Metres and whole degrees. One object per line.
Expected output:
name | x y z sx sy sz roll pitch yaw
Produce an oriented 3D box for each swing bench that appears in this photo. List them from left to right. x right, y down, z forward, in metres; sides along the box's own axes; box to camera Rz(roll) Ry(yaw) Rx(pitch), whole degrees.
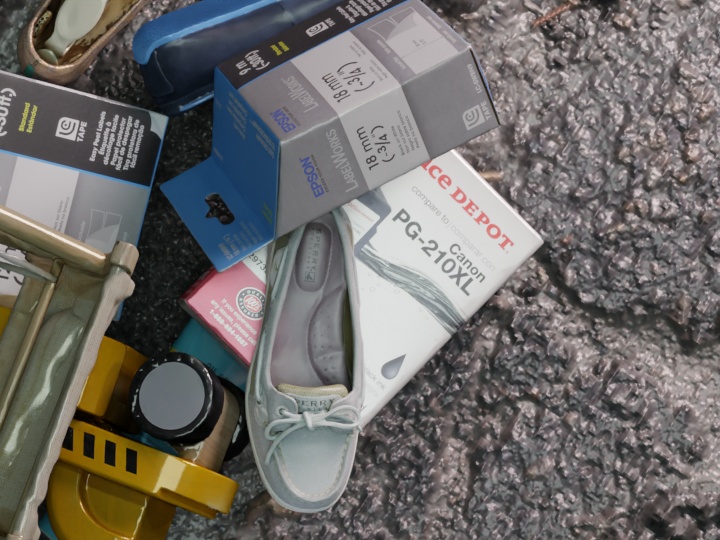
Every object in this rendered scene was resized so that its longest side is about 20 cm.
swing bench | -0.260 0.052 1.547 0.200 0.130 0.199 22 79 -8

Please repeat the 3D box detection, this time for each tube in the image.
tube | -0.135 0.112 1.737 0.077 0.050 0.200 41 82 -11

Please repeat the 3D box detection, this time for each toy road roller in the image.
toy road roller | -0.174 0.112 1.655 0.200 0.123 0.146 19 82 14

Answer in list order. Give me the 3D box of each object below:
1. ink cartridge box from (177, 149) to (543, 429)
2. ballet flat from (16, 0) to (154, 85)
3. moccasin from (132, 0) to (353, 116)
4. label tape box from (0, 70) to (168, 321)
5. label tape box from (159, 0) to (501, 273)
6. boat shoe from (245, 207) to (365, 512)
ink cartridge box | 0.000 0.000 1.709 0.145 0.084 0.200 45 84 -4
ballet flat | -0.155 -0.204 1.713 0.068 0.067 0.200 36 89 -2
moccasin | -0.054 -0.158 1.713 0.200 0.080 0.068 -18 113 -10
label tape box | -0.241 -0.058 1.687 0.200 0.066 0.143 14 91 -24
label tape box | -0.032 -0.096 1.621 0.200 0.144 0.063 -28 121 -7
boat shoe | -0.032 0.053 1.629 0.074 0.065 0.202 5 89 -6
